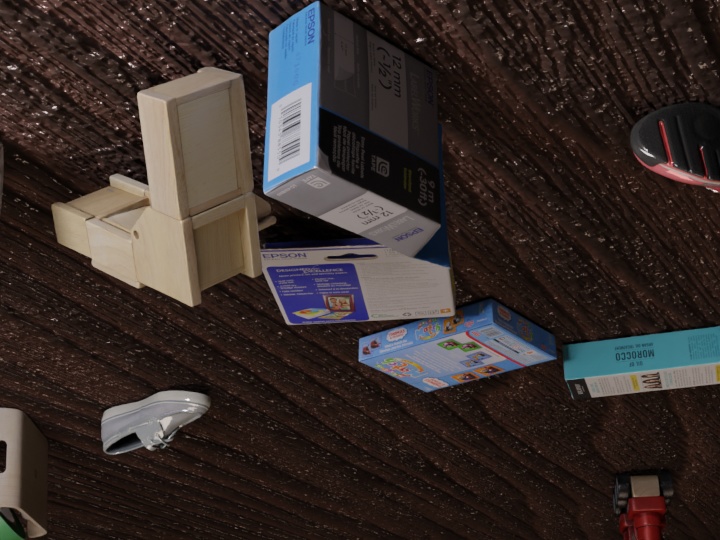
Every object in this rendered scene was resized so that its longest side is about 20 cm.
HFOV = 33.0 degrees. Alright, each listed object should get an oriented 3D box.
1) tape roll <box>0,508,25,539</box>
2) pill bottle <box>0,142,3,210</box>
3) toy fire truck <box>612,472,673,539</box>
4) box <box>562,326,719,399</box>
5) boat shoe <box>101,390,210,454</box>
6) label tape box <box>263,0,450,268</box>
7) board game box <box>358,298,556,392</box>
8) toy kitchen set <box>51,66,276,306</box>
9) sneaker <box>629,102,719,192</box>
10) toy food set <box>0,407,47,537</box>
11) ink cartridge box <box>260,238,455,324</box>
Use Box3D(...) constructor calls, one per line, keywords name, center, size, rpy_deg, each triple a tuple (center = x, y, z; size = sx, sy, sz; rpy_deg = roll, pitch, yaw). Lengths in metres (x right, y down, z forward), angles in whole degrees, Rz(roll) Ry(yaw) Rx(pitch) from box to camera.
Box3D(name="tape roll", center=(-0.579, 0.335, 1.825), size=(0.048, 0.201, 0.201), rpy_deg=(-35, 158, -13))
Box3D(name="pill bottle", center=(-0.416, -0.068, 1.052), size=(0.198, 0.115, 0.114), rpy_deg=(6, 155, -13))
Box3D(name="toy fire truck", center=(0.516, 0.468, 2.127), size=(0.127, 0.202, 0.176), rpy_deg=(-3, 155, 7))
Box3D(name="box", center=(0.362, 0.119, 1.552), size=(0.198, 0.050, 0.082), rpy_deg=(-8, 154, 15))
Box3D(name="boat shoe", center=(-0.291, 0.221, 1.726), size=(0.199, 0.072, 0.070), rpy_deg=(-18, 150, 33))
Box3D(name="label tape box", center=(0.018, -0.101, 0.958), size=(0.199, 0.145, 0.066), rpy_deg=(21, 148, -38))
Box3D(name="board game box", center=(0.120, 0.098, 1.515), size=(0.199, 0.037, 0.151), rpy_deg=(-19, 149, 33))
Box3D(name="toy kitchen set", center=(-0.156, -0.101, 1.065), size=(0.199, 0.182, 0.162), rpy_deg=(21, -145, 40))
Box3D(name="sneaker", center=(0.323, -0.090, 1.075), size=(0.198, 0.075, 0.087), rpy_deg=(5, 156, -13))
Box3D(name="toy food set", center=(-0.511, 0.303, 1.806), size=(0.060, 0.145, 0.200), rpy_deg=(-5, 156, -2))
Box3D(name="ink cartridge box", center=(0.000, 0.000, 1.297), size=(0.195, 0.047, 0.200), rpy_deg=(-2, 153, 6))
